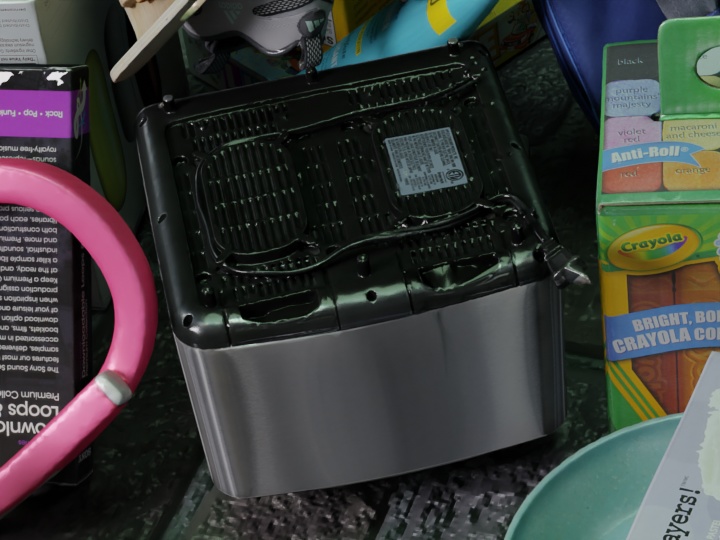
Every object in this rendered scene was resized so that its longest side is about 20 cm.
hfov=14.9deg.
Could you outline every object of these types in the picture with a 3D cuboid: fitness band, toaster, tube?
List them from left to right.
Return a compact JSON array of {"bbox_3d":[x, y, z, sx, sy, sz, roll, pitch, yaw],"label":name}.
[{"bbox_3d":[-0.187,0.039,1.283,0.200,0.144,0.037,-42,-2,14],"label":"fitness band"},{"bbox_3d":[0.000,0.000,1.277,0.180,0.119,0.200,-13,40,-3],"label":"toaster"},{"bbox_3d":[0.031,-0.118,1.363,0.050,0.200,0.078,38,48,-14],"label":"tube"}]

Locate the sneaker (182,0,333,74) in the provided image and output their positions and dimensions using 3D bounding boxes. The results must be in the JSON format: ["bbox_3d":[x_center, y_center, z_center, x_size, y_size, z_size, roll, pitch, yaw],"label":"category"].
[{"bbox_3d":[-0.076,-0.165,1.359,0.078,0.140,0.200,-13,37,-27],"label":"sneaker"}]

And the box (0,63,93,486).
[{"bbox_3d":[-0.199,0.000,1.317,0.143,0.201,0.036,3,7,13],"label":"box"}]

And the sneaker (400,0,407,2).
[{"bbox_3d":[0.047,-0.199,1.359,0.088,0.077,0.200,-22,22,19],"label":"sneaker"}]

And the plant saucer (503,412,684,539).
[{"bbox_3d":[0.160,0.142,1.200,0.199,0.036,0.200,-5,42,4],"label":"plant saucer"}]

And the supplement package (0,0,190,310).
[{"bbox_3d":[-0.192,-0.116,1.434,0.147,0.200,0.191,3,43,12],"label":"supplement package"}]

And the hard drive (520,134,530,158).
[{"bbox_3d":[0.016,0.009,1.380,0.139,0.033,0.200,-3,41,6],"label":"hard drive"}]

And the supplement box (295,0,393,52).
[{"bbox_3d":[-0.031,-0.228,1.477,0.109,0.200,0.110,19,47,28],"label":"supplement box"}]

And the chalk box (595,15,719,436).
[{"bbox_3d":[0.172,-0.027,1.265,0.124,0.200,0.124,-2,41,9],"label":"chalk box"}]

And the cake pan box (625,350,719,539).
[{"bbox_3d":[0.202,0.129,1.143,0.184,0.052,0.200,10,45,24],"label":"cake pan box"}]

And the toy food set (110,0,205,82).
[{"bbox_3d":[-0.113,-0.207,1.277,0.060,0.143,0.200,-6,63,-45],"label":"toy food set"}]

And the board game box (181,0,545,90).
[{"bbox_3d":[0.018,-0.146,1.555,0.200,0.034,0.134,-35,47,-26],"label":"board game box"}]

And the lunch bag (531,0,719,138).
[{"bbox_3d":[0.167,-0.121,1.382,0.136,0.200,0.132,-24,29,11],"label":"lunch bag"}]
